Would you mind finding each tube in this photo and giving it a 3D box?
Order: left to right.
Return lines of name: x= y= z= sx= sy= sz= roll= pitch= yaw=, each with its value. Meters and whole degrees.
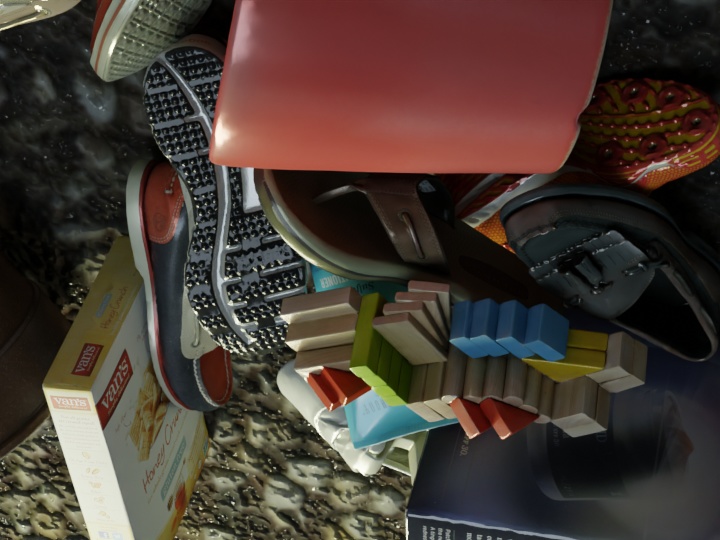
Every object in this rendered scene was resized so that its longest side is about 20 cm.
tube: x=0.000 y=0.000 z=1.059 sx=0.077 sy=0.050 sz=0.201 roll=-18 pitch=89 yaw=37

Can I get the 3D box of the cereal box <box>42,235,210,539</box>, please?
cereal box: x=-0.150 y=0.097 z=1.208 sx=0.039 sy=0.144 sz=0.200 roll=5 pitch=134 yaw=14

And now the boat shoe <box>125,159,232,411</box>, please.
boat shoe: x=-0.102 y=0.014 z=1.170 sx=0.062 sy=0.071 sz=0.200 roll=3 pitch=128 yaw=12

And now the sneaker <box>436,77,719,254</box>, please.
sneaker: x=0.128 y=-0.053 z=1.039 sx=0.200 sy=0.073 sz=0.077 roll=-19 pitch=138 yaw=40

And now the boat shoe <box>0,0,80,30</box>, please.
boat shoe: x=-0.243 y=-0.157 z=1.055 sx=0.200 sy=0.072 sz=0.065 roll=-10 pitch=149 yaw=36

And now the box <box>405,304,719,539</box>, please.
box: x=0.143 y=0.122 z=1.094 sx=0.198 sy=0.200 sz=0.123 roll=7 pitch=133 yaw=10

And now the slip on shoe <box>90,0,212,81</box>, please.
slip on shoe: x=-0.116 y=-0.182 z=1.001 sx=0.061 sy=0.074 sz=0.200 roll=49 pitch=146 yaw=20

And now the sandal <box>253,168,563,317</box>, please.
sandal: x=0.032 y=-0.026 z=0.998 sx=0.201 sy=0.080 sz=0.057 roll=23 pitch=132 yaw=-20

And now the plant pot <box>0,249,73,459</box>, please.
plant pot: x=-0.309 y=0.022 z=1.168 sx=0.200 sy=0.200 sz=0.199 roll=-16 pitch=118 yaw=30

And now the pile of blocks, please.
pile of blocks: x=0.052 y=0.054 z=0.980 sx=0.199 sy=0.062 sz=0.082 roll=4 pitch=150 yaw=10

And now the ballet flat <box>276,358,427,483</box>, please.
ballet flat: x=0.033 y=0.118 z=1.221 sx=0.200 sy=0.070 sz=0.070 roll=23 pitch=135 yaw=-3

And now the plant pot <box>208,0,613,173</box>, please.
plant pot: x=0.026 y=-0.133 z=0.914 sx=0.177 sy=0.201 sz=0.201 roll=11 pitch=135 yaw=-4

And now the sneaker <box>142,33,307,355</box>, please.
sneaker: x=-0.072 y=-0.046 z=1.068 sx=0.073 sy=0.080 sz=0.201 roll=-8 pitch=112 yaw=6

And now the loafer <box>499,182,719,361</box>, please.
loafer: x=0.150 y=0.003 z=1.012 sx=0.072 sy=0.063 sz=0.200 roll=-24 pitch=154 yaw=32
